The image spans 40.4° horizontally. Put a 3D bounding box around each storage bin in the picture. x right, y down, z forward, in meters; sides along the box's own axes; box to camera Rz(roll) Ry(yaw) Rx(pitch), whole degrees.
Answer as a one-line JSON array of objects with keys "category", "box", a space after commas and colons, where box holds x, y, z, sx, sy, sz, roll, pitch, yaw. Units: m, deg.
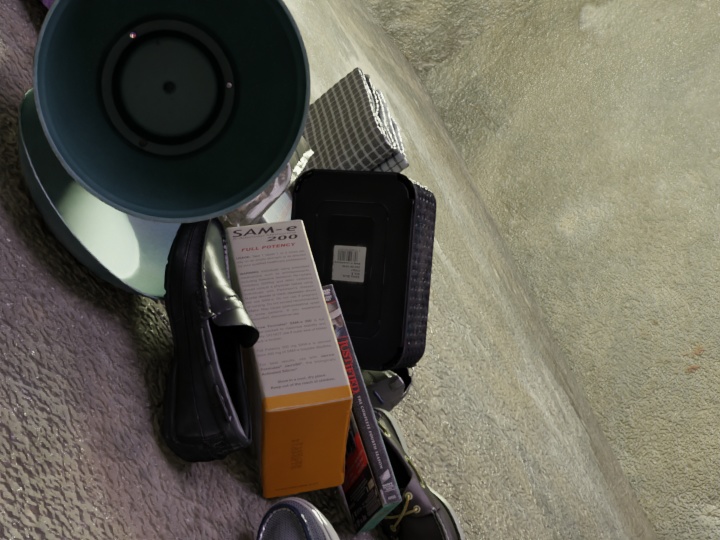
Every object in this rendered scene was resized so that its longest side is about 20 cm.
[{"category": "storage bin", "box": [0.000, 0.000, 1.038, 0.094, 0.134, 0.202, 6, 88, -71]}]

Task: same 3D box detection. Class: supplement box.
[{"category": "supplement box", "box": [-0.065, 0.071, 0.837, 0.127, 0.073, 0.201, 96, -18, -47]}]

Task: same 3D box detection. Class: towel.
[{"category": "towel", "box": [-0.031, -0.183, 1.399, 0.085, 0.165, 0.201, 36, 25, -41]}]

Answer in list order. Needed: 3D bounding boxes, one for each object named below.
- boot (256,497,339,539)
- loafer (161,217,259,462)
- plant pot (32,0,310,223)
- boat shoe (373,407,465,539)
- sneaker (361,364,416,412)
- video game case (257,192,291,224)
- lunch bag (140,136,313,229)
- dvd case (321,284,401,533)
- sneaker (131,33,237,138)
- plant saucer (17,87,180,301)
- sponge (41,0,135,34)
[{"category": "boot", "box": [-0.051, 0.231, 0.664, 0.090, 0.072, 0.201, 51, 16, -45]}, {"category": "loafer", "box": [-0.110, 0.046, 0.754, 0.068, 0.070, 0.202, 47, 35, -59]}, {"category": "plant pot", "box": [-0.148, -0.145, 0.771, 0.201, 0.200, 0.134, 54, -5, -15]}, {"category": "boat shoe", "box": [0.036, 0.227, 0.982, 0.202, 0.072, 0.060, 58, 17, 26]}, {"category": "sneaker", "box": [0.036, 0.125, 1.152, 0.075, 0.082, 0.200, 55, 15, -9]}, {"category": "video game case", "box": [-0.073, -0.023, 1.223, 0.201, 0.018, 0.143, 55, 14, -13]}, {"category": "lunch bag", "box": [-0.148, -0.133, 1.011, 0.164, 0.117, 0.200, 52, 22, -13]}, {"category": "dvd case", "box": [-0.014, 0.131, 0.902, 0.146, 0.022, 0.202, 111, -38, -64]}, {"category": "sneaker", "box": [-0.191, -0.168, 0.877, 0.198, 0.075, 0.081, 17, 4, 11]}, {"category": "plant saucer", "box": [-0.211, -0.054, 0.787, 0.201, 0.039, 0.201, 52, 16, -22]}, {"category": "sponge", "box": [-0.264, -0.263, 0.998, 0.112, 0.030, 0.200, 44, 13, 13]}]
